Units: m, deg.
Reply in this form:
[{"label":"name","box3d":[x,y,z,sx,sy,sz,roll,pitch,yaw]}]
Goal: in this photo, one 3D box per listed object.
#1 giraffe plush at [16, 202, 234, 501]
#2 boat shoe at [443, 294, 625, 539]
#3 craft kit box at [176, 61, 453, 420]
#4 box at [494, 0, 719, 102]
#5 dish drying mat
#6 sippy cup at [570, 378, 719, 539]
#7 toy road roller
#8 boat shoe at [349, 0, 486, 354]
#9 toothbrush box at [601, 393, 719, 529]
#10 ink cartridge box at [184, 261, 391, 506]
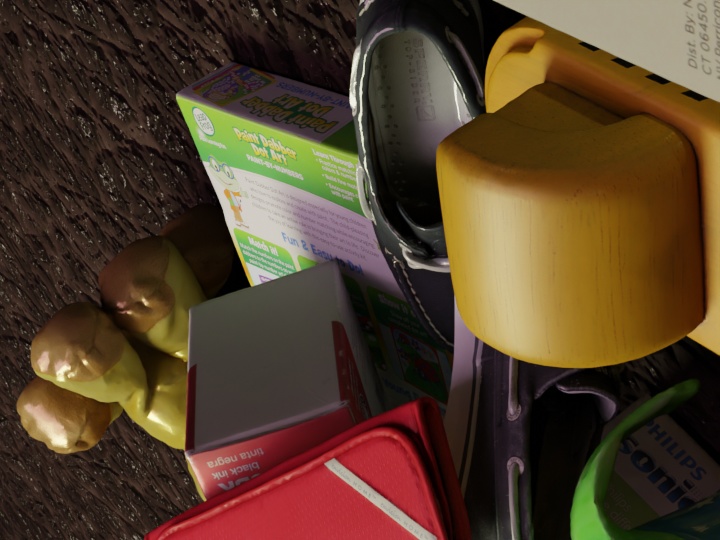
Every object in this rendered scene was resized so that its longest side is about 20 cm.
[{"label":"giraffe plush","box3d":[-0.094,0.084,1.138,0.162,0.173,0.200,41,161,13]},{"label":"boat shoe","box3d":[0.076,0.042,0.763,0.068,0.200,0.072,-1,159,43]},{"label":"craft kit box","box3d":[0.000,0.000,0.980,0.200,0.049,0.198,23,143,50]},{"label":"box","box3d":[0.099,-0.136,0.523,0.200,0.128,0.109,32,146,41]},{"label":"dish drying mat","box3d":[-0.029,0.120,0.792,0.200,0.018,0.077,-31,69,43]},{"label":"sippy cup","box3d":[0.172,0.129,0.714,0.140,0.130,0.178,12,131,56]},{"label":"toy road roller","box3d":[0.117,-0.020,0.612,0.200,0.146,0.123,34,148,40]},{"label":"boat shoe","box3d":[0.032,-0.035,0.816,0.076,0.060,0.200,-9,122,14]},{"label":"toothbrush box","box3d":[0.099,0.175,0.821,0.146,0.200,0.086,45,155,20]},{"label":"ink cartridge box","box3d":[-0.015,0.120,0.935,0.147,0.083,0.200,-98,-11,-63]}]
